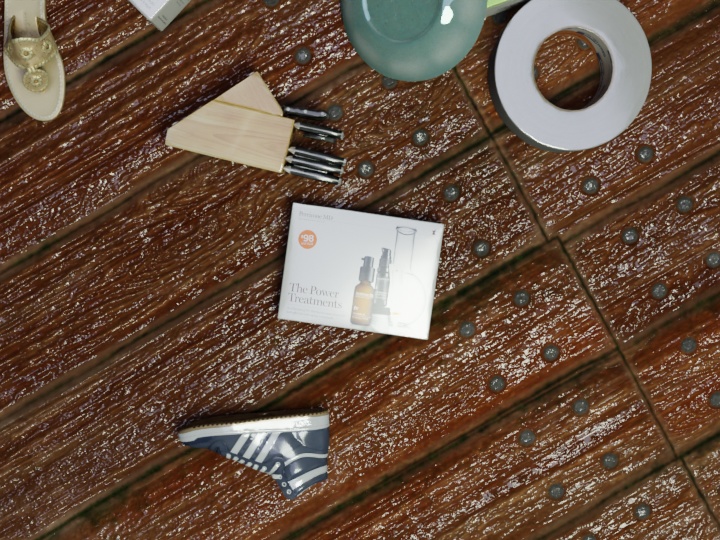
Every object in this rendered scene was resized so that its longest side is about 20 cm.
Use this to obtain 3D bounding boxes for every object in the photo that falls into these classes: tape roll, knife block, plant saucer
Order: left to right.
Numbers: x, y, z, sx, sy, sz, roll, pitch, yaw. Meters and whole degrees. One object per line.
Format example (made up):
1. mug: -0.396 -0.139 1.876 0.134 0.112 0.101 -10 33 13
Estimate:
1. knife block: -0.123 -0.152 1.283 0.199 0.064 0.177 -32 93 2
2. plant saucer: 0.057 -0.335 1.242 0.199 0.039 0.203 6 105 24
3. tape roll: 0.264 -0.253 1.281 0.198 0.066 0.203 0 93 -1

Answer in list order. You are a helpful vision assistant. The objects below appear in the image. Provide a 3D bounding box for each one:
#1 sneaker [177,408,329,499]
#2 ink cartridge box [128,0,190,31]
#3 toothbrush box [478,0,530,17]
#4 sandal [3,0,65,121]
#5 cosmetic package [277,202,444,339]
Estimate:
1. sneaker: -0.136 0.243 1.310 0.198 0.070 0.110 -5 92 -3
2. ink cartridge box: -0.239 -0.427 1.251 0.145 0.084 0.200 43 92 -4
3. toothbrush box: 0.182 -0.437 1.256 0.144 0.086 0.202 -20 95 2
4. sandal: -0.423 -0.297 1.265 0.077 0.070 0.214 -4 94 0
5. cosmetic package: 0.000 0.000 1.304 0.198 0.052 0.153 8 91 -1
